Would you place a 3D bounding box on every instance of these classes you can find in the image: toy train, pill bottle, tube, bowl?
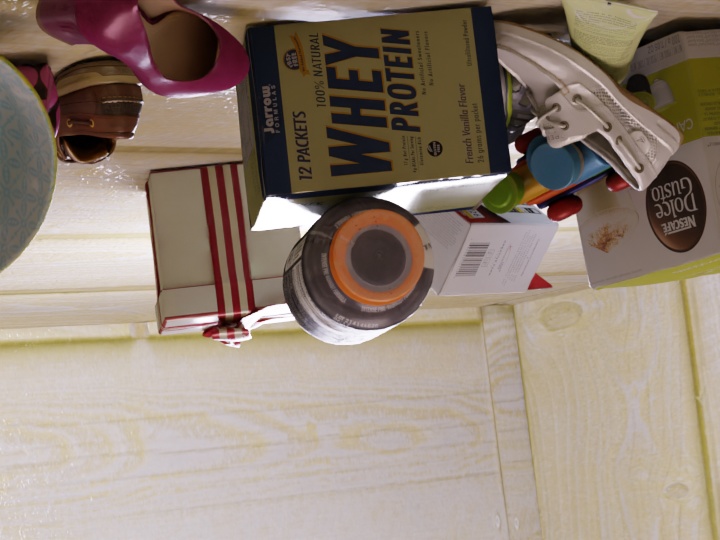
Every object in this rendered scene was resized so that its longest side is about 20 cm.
[{"bbox_3d":[0.142,-0.075,1.811,0.199,0.085,0.115,-28,176,39],"label":"toy train"},{"bbox_3d":[0.000,0.000,1.640,0.106,0.107,0.200,-6,175,-10],"label":"pill bottle"},{"bbox_3d":[0.198,-0.191,1.656,0.058,0.052,0.200,-29,171,2],"label":"tube"},{"bbox_3d":[-0.324,-0.090,1.504,0.199,0.201,0.108,-6,-158,-12],"label":"bowl"}]

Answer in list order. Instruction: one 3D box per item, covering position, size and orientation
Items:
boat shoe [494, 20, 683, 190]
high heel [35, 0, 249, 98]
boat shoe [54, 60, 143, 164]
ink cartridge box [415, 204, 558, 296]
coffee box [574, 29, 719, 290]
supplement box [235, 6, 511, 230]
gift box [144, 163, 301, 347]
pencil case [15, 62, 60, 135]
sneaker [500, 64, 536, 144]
[{"bbox_3d":[0.175,-0.132,1.685,0.199,0.070,0.071,32,175,-19],"label":"boat shoe"},{"bbox_3d":[-0.126,-0.160,1.444,0.096,0.068,0.199,2,177,40],"label":"high heel"},{"bbox_3d":[-0.239,-0.120,1.708,0.072,0.068,0.200,-3,173,-31],"label":"boat shoe"},{"bbox_3d":[0.089,-0.064,2.028,0.175,0.084,0.200,-1,-146,-46],"label":"ink cartridge box"},{"bbox_3d":[0.324,-0.102,1.863,0.199,0.199,0.199,-7,174,-30],"label":"coffee box"},{"bbox_3d":[0.005,-0.120,1.677,0.199,0.135,0.200,-6,174,-6],"label":"supplement box"},{"bbox_3d":[-0.133,-0.014,2.248,0.199,0.188,0.185,-6,174,-3],"label":"gift box"},{"bbox_3d":[-0.332,-0.108,1.598,0.199,0.094,0.091,-6,176,-10],"label":"pencil case"},{"bbox_3d":[0.144,-0.155,1.825,0.080,0.074,0.200,-11,175,4],"label":"sneaker"}]
